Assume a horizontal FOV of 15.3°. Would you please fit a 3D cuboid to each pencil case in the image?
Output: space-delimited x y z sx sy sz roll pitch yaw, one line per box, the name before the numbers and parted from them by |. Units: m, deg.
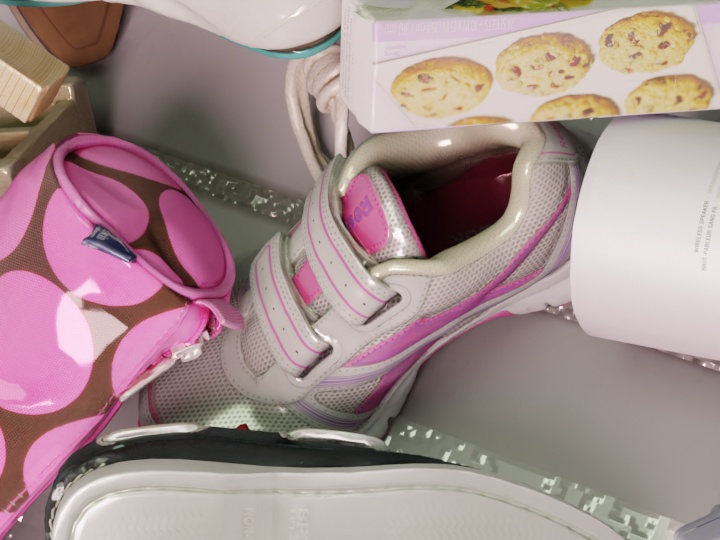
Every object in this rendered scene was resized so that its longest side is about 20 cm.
pencil case | -0.130 0.049 0.950 0.094 0.091 0.200 46 111 9

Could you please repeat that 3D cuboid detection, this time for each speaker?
speaker | 0.171 0.000 0.886 0.199 0.081 0.082 10 71 24

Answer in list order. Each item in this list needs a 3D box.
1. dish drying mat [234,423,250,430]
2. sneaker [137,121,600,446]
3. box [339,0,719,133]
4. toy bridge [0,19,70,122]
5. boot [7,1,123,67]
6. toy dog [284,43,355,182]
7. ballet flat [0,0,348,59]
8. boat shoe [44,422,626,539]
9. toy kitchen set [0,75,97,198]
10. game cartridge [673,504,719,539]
dish drying mat | -0.102 0.137 0.941 0.199 0.077 0.018 -34 19 4
sneaker | 0.000 0.000 0.946 0.199 0.088 0.082 -36 60 3
box | 0.091 -0.077 0.912 0.198 0.042 0.039 -4 23 -17
toy bridge | -0.177 -0.012 0.980 0.067 0.027 0.201 34 121 2
boot | -0.164 -0.184 1.092 0.146 0.070 0.202 9 111 52
toy dog | 0.008 -0.140 1.003 0.096 0.132 0.201 -14 66 -22
ballet flat | -0.085 -0.127 0.951 0.199 0.069 0.070 17 74 36
boat shoe | -0.006 0.086 0.898 0.198 0.060 0.076 12 105 -12
toy kitchen set | -0.199 -0.124 1.043 0.179 0.201 0.163 -2 25 19
game cartridge | 0.209 0.098 0.809 0.199 0.134 0.041 -24 17 2
